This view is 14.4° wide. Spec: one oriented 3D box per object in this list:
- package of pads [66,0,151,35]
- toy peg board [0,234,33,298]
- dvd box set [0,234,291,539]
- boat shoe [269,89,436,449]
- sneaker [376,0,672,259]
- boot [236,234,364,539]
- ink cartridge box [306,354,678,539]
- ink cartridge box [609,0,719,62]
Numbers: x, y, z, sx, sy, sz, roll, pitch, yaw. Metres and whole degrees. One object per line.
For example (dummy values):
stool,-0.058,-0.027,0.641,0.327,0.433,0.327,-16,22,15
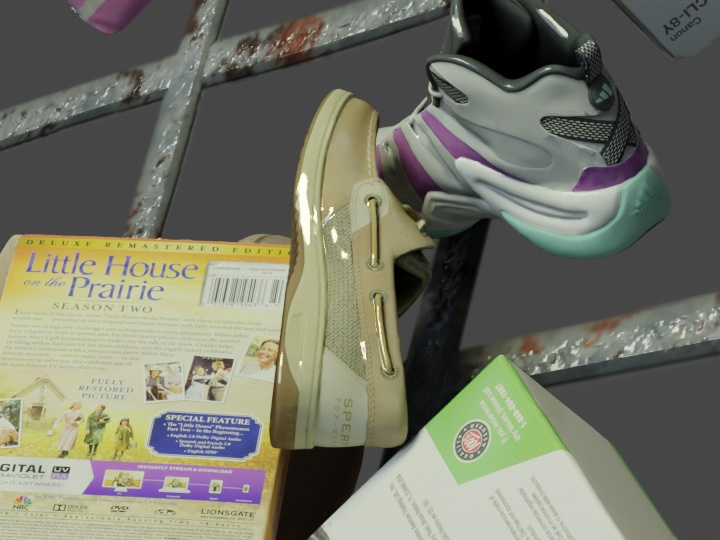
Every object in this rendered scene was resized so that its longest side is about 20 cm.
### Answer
package of pads,-0.120,-0.247,1.706,0.200,0.076,0.121,-47,37,6
toy peg board,-0.199,0.119,1.361,0.199,0.098,0.200,-55,49,32
dvd box set,-0.101,0.062,1.275,0.146,0.029,0.200,2,43,6
boat shoe,0.000,0.000,1.266,0.065,0.072,0.200,5,45,1
sneaker,0.049,-0.086,1.320,0.200,0.140,0.078,6,36,44
boot,-0.064,0.073,1.386,0.146,0.070,0.200,-9,52,51
ink cartridge box,0.036,0.158,1.178,0.200,0.084,0.146,-45,35,10
ink cartridge box,0.157,-0.218,1.372,0.145,0.083,0.200,-39,38,16
